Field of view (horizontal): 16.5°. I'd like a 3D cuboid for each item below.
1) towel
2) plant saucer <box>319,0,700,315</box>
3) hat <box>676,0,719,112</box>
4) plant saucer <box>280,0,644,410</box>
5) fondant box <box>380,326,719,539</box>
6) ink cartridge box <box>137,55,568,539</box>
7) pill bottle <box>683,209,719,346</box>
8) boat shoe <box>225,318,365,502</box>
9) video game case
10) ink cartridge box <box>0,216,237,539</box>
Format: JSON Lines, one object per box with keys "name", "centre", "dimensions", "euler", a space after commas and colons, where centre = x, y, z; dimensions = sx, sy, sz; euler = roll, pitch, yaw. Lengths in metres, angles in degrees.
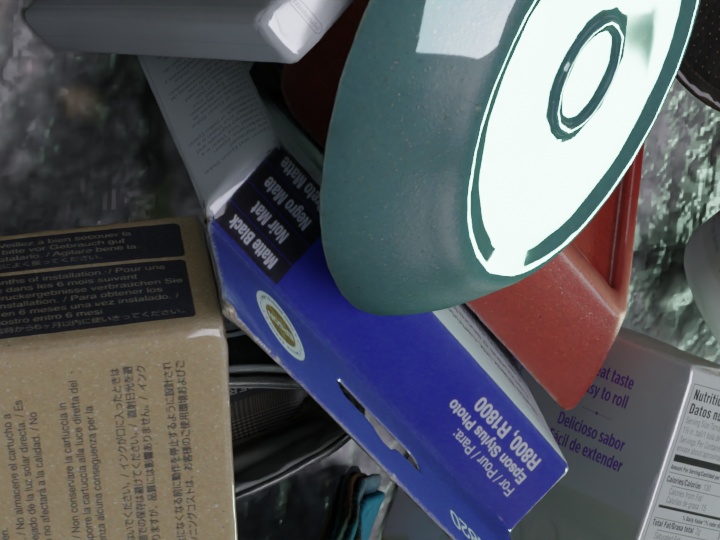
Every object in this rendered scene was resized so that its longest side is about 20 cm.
{"name": "towel", "centre": [-0.020, 0.167, 0.943], "dimensions": [0.022, 0.200, 0.148], "euler": [12, 99, 2]}
{"name": "plant saucer", "centre": [0.060, -0.069, 0.796], "dimensions": [0.200, 0.036, 0.201], "euler": [-45, 151, -33]}
{"name": "hat", "centre": [0.171, -0.153, 1.035], "dimensions": [0.199, 0.081, 0.202], "euler": [1, 86, -21]}
{"name": "plant saucer", "centre": [0.055, -0.083, 0.937], "dimensions": [0.200, 0.037, 0.201], "euler": [47, 41, -38]}
{"name": "fondant box", "centre": [0.074, 0.118, 1.012], "dimensions": [0.058, 0.144, 0.201], "euler": [17, 94, -38]}
{"name": "ink cartridge box", "centre": [0.000, 0.000, 0.887], "dimensions": [0.040, 0.200, 0.200], "euler": [-35, 129, 10]}
{"name": "pill bottle", "centre": [0.246, -0.026, 1.065], "dimensions": [0.200, 0.113, 0.112], "euler": [-39, 135, 24]}
{"name": "boat shoe", "centre": [-0.090, 0.063, 0.911], "dimensions": [0.199, 0.071, 0.073], "euler": [-23, 118, -25]}
{"name": "video game case", "centre": [-0.013, -0.141, 0.827], "dimensions": [0.023, 0.200, 0.182], "euler": [47, 74, -23]}
{"name": "ink cartridge box", "centre": [-0.123, 0.090, 0.833], "dimensions": [0.163, 0.075, 0.201], "euler": [-5, 124, -7]}
